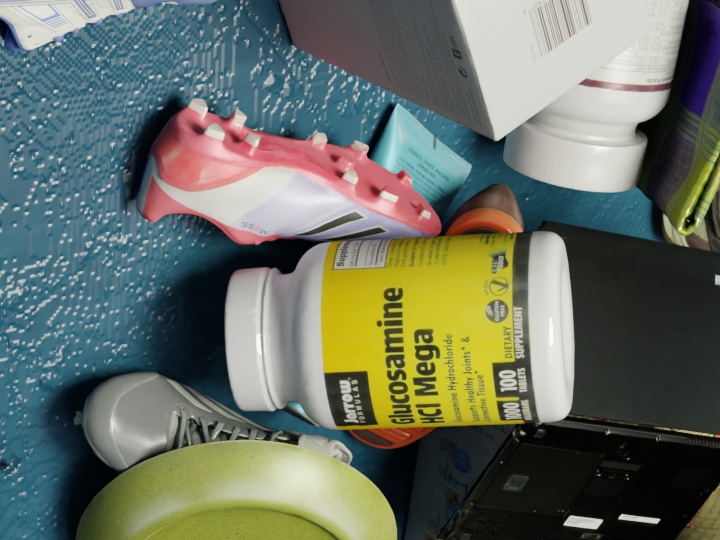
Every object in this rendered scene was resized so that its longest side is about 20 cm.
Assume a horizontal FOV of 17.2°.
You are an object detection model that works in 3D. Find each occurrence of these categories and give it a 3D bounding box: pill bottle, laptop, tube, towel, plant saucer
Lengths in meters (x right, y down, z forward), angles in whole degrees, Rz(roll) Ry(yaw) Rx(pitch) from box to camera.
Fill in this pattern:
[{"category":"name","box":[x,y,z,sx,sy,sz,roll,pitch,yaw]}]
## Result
[{"category":"pill bottle","box":[0.151,-0.159,1.511,0.109,0.109,0.202,-4,112,-37]},{"category":"laptop","box":[0.153,0.085,1.540,0.176,0.104,0.201,9,131,-28]},{"category":"pill bottle","box":[0.024,0.037,1.415,0.198,0.113,0.113,-3,120,10]},{"category":"tube","box":[0.000,0.000,1.508,0.077,0.050,0.201,37,80,-43]},{"category":"towel","box":[0.207,-0.110,1.534,0.023,0.200,0.145,14,105,-11]},{"category":"plant saucer","box":[-0.075,0.179,1.457,0.198,0.031,0.201,-2,136,-2]}]

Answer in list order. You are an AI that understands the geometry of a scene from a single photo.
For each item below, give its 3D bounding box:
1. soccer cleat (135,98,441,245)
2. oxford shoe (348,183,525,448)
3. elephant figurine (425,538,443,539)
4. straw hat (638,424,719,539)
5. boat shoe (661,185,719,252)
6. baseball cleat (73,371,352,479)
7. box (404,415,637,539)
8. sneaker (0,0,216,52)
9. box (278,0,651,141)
[{"category":"soccer cleat","box":[-0.042,-0.043,1.438,0.199,0.067,0.077,17,118,-34]},{"category":"oxford shoe","box":[0.052,0.032,1.533,0.071,0.073,0.201,29,121,-8]},{"category":"elephant figurine","box":[0.041,0.245,1.512,0.156,0.199,0.141,-69,167,15]},{"category":"straw hat","box":[0.207,0.128,1.651,0.084,0.201,0.203,9,105,-19]},{"category":"boat shoe","box":[0.255,-0.102,1.640,0.072,0.066,0.203,-26,129,-47]},{"category":"baseball cleat","box":[-0.075,0.106,1.451,0.199,0.106,0.070,23,68,-48]},{"category":"box","box":[0.109,0.131,1.611,0.112,0.101,0.202,-6,113,-35]},{"category":"sneaker","box":[-0.164,-0.162,1.297,0.199,0.075,0.089,7,116,-33]},{"category":"box","box":[0.049,-0.172,1.364,0.124,0.200,0.098,-35,127,-21]}]
